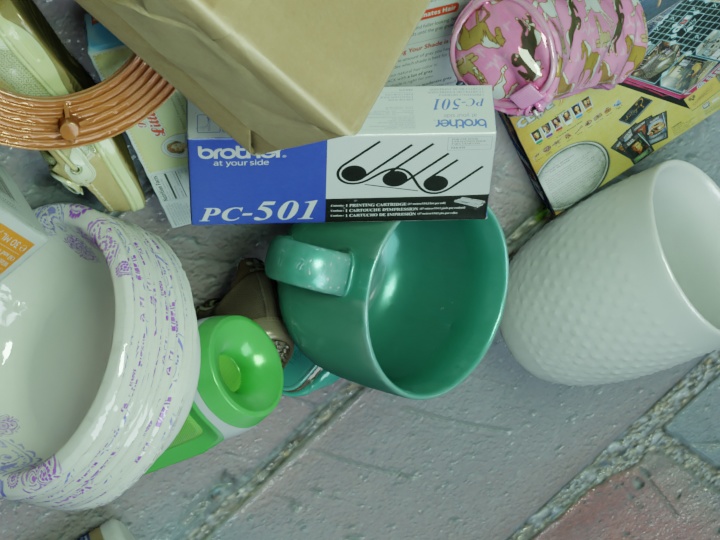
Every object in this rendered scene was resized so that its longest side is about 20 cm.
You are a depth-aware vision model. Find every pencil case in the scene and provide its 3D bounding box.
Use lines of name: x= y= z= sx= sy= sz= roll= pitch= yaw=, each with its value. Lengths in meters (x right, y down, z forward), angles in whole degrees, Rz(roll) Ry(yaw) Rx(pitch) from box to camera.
pencil case: x=0.133 y=-0.157 z=1.607 sx=0.200 sy=0.083 sz=0.087 roll=-24 pitch=136 yaw=-62

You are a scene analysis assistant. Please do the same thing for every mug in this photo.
mug: x=0.008 y=-0.005 z=1.646 sx=0.152 sy=0.114 sz=0.185 roll=-53 pitch=134 yaw=-22
mug: x=0.211 y=0.007 z=1.841 sx=0.175 sy=0.148 sz=0.200 roll=-26 pitch=-178 yaw=34

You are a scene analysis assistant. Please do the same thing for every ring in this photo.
ring: x=-0.190 y=-0.162 z=1.412 sx=0.199 sy=0.019 sz=0.201 roll=-4 pitch=119 yaw=-8

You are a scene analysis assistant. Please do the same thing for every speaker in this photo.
speaker: x=-0.150 y=0.095 z=1.663 sx=0.200 sy=0.089 sz=0.088 roll=-23 pitch=151 yaw=38

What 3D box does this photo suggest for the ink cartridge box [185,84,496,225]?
ink cartridge box: x=-0.014 y=-0.075 z=1.536 sx=0.199 sy=0.044 sz=0.094 roll=-1 pitch=144 yaw=-2

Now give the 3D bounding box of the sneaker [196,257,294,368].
sneaker: x=-0.101 y=0.064 z=1.746 sx=0.070 sy=0.076 sz=0.200 roll=6 pitch=149 yaw=-28

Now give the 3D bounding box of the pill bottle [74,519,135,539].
pill bottle: x=-0.247 y=0.291 z=1.833 sx=0.200 sy=0.111 sz=0.111 roll=-32 pitch=140 yaw=-3

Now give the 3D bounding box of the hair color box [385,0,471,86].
hair color box: x=0.031 y=-0.181 z=1.591 sx=0.101 sy=0.061 sz=0.201 roll=-15 pitch=138 yaw=-23

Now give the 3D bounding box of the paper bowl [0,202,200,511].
paper bowl: x=-0.186 y=0.062 z=1.575 sx=0.104 sy=0.201 sz=0.201 roll=19 pitch=118 yaw=-43

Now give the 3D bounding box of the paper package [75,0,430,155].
paper package: x=-0.051 y=-0.200 z=1.375 sx=0.190 sy=0.103 sz=0.201 roll=40 pitch=65 yaw=-27

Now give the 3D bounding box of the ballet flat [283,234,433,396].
ballet flat: x=0.004 y=0.016 z=1.778 sx=0.200 sy=0.067 sz=0.070 roll=-47 pitch=166 yaw=15

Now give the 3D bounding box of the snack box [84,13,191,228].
snack box: x=-0.099 y=-0.109 z=1.554 sx=0.116 sy=0.037 sz=0.200 roll=-13 pitch=145 yaw=5

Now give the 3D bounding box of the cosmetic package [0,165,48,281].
cosmetic package: x=-0.314 y=0.004 z=1.519 sx=0.200 sy=0.071 sz=0.101 roll=-40 pitch=152 yaw=7

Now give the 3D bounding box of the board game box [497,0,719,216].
board game box: x=0.204 y=-0.142 z=1.767 sx=0.200 sy=0.035 sz=0.136 roll=-33 pitch=140 yaw=-2

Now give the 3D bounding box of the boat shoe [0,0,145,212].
boat shoe: x=-0.203 y=-0.103 z=1.505 sx=0.063 sy=0.073 sz=0.201 roll=-29 pitch=138 yaw=4
